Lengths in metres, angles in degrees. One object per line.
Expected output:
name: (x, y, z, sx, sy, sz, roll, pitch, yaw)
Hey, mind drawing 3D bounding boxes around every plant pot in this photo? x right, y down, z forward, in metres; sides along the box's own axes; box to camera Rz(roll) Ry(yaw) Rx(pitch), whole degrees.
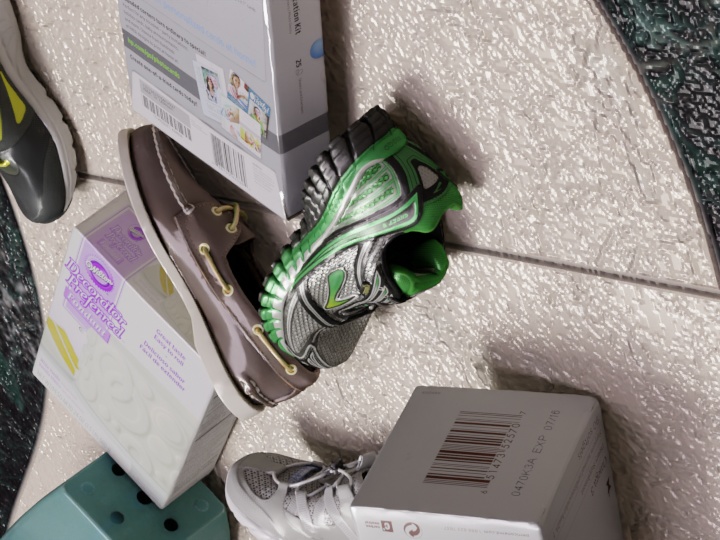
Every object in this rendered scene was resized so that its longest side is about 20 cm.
plant pot: (-0.186, 0.218, 1.711, 0.141, 0.141, 0.200, 45, 142, 13)

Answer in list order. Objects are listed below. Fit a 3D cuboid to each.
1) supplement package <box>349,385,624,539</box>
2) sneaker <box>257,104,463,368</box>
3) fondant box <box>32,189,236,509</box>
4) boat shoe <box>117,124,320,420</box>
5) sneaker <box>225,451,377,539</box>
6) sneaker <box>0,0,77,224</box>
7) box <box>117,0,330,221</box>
supplement package: (0.084, 0.182, 1.327, 0.117, 0.117, 0.200, 2, 126, 23)
sneaker: (0.000, 0.000, 1.324, 0.085, 0.078, 0.200, 42, 145, 15)
fondant box: (-0.148, 0.057, 1.582, 0.144, 0.058, 0.200, 45, 145, 13)
boat shoe: (-0.090, -0.007, 1.447, 0.059, 0.072, 0.200, -25, 87, 16)
sneaker: (-0.001, 0.144, 1.479, 0.200, 0.075, 0.082, 14, 126, 30)
sneaker: (-0.261, -0.113, 1.537, 0.074, 0.085, 0.200, 6, 125, 50)
box: (-0.083, -0.147, 1.310, 0.156, 0.041, 0.200, 35, 145, 37)
